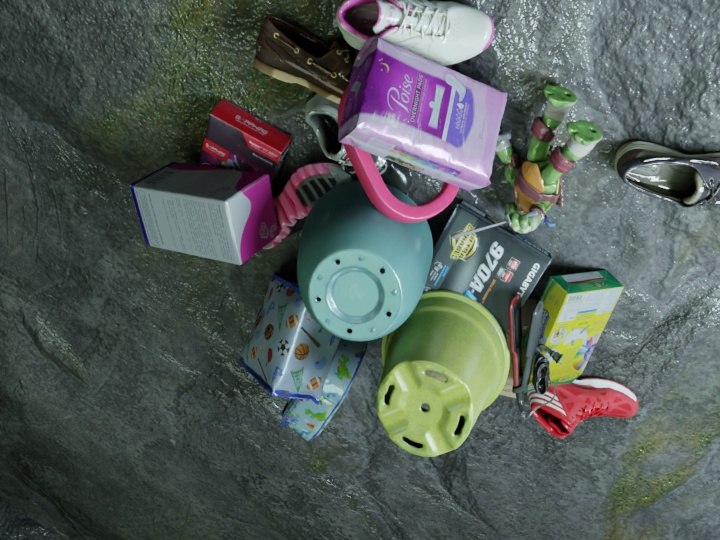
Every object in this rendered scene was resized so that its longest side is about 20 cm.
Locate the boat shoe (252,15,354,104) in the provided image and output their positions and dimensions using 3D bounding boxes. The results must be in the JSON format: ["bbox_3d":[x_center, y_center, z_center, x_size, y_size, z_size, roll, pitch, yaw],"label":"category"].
[{"bbox_3d":[-0.045,-0.270,0.889,0.195,0.071,0.072,19,121,-7],"label":"boat shoe"}]

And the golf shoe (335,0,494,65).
[{"bbox_3d":[0.061,-0.291,0.809,0.194,0.091,0.078,7,101,14],"label":"golf shoe"}]

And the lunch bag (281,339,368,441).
[{"bbox_3d":[-0.065,0.202,1.237,0.081,0.162,0.202,31,131,-1],"label":"lunch bag"}]

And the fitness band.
[{"bbox_3d":[0.051,-0.162,0.867,0.204,0.142,0.037,63,159,-6],"label":"fitness band"}]

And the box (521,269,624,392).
[{"bbox_3d":[0.308,0.098,1.021,0.114,0.049,0.204,-5,126,-25],"label":"box"}]

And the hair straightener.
[{"bbox_3d":[0.252,0.133,0.974,0.075,0.041,0.205,12,120,31],"label":"hair straightener"}]

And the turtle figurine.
[{"bbox_3d":[0.199,-0.130,0.862,0.196,0.146,0.196,24,135,-5],"label":"turtle figurine"}]

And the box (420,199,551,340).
[{"bbox_3d":[0.166,0.023,1.007,0.157,0.046,0.203,31,110,6],"label":"box"}]

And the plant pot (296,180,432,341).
[{"bbox_3d":[0.000,0.000,0.918,0.194,0.162,0.206,3,114,6],"label":"plant pot"}]

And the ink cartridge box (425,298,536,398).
[{"bbox_3d":[0.184,0.114,1.120,0.194,0.076,0.168,11,130,13],"label":"ink cartridge box"}]

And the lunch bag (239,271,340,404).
[{"bbox_3d":[-0.118,0.104,1.126,0.122,0.174,0.198,22,179,-36],"label":"lunch bag"}]

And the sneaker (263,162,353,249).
[{"bbox_3d":[-0.081,-0.104,1.040,0.197,0.095,0.081,-28,83,32],"label":"sneaker"}]

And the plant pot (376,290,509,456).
[{"bbox_3d":[0.103,0.152,0.936,0.194,0.184,0.207,4,105,15],"label":"plant pot"}]

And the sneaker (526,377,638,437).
[{"bbox_3d":[0.367,0.238,1.117,0.194,0.117,0.080,12,133,3],"label":"sneaker"}]

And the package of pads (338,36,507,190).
[{"bbox_3d":[0.079,-0.187,0.820,0.195,0.124,0.075,17,168,-20],"label":"package of pads"}]

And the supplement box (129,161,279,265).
[{"bbox_3d":[-0.232,-0.090,1.008,0.196,0.101,0.106,10,123,31],"label":"supplement box"}]

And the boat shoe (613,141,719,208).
[{"bbox_3d":[0.418,-0.110,0.845,0.195,0.065,0.073,15,131,8],"label":"boat shoe"}]

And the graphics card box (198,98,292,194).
[{"bbox_3d":[-0.193,-0.151,1.064,0.123,0.051,0.202,27,134,-2],"label":"graphics card box"}]

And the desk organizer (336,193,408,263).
[{"bbox_3d":[0.006,-0.037,1.067,0.075,0.072,0.203,22,133,5],"label":"desk organizer"}]

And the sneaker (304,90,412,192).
[{"bbox_3d":[-0.008,-0.166,0.954,0.199,0.089,0.074,42,129,-18],"label":"sneaker"}]
